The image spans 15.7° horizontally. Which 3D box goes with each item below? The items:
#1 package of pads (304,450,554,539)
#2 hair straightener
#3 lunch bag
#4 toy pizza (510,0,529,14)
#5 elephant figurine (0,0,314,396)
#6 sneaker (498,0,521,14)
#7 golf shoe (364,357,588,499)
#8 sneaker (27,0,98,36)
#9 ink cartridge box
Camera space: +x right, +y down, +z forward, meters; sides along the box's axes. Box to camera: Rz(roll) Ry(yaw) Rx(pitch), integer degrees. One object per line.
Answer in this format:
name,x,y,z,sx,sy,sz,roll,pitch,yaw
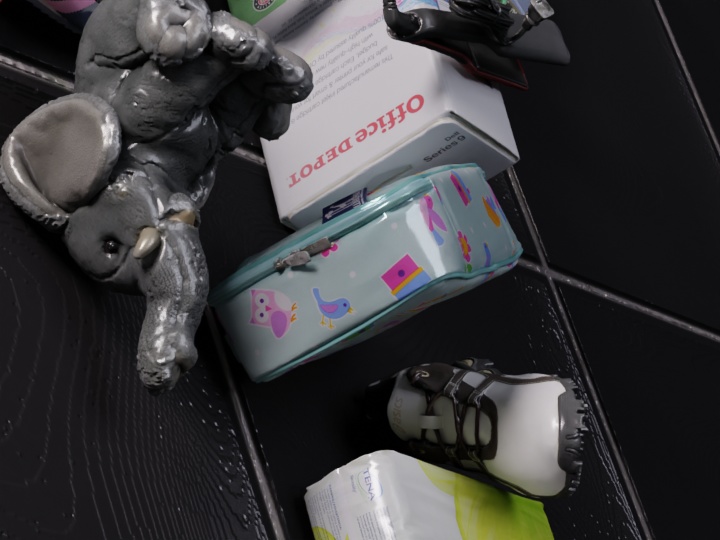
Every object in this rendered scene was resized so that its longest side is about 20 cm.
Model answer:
package of pads,0.059,0.195,1.547,0.200,0.068,0.155,23,43,-53
hair straightener,0.078,-0.160,1.621,0.200,0.077,0.041,17,49,-55
lunch bag,0.000,0.000,1.556,0.077,0.160,0.200,65,19,2
toy pizza,0.079,-0.278,2.158,0.200,0.032,0.200,42,31,-33
elephant figurine,-0.126,-0.053,1.435,0.141,0.200,0.155,29,-2,-12
sneaker,0.085,-0.202,2.000,0.200,0.089,0.077,8,75,-56
golf shoe,0.068,0.096,1.579,0.094,0.200,0.078,2,92,-22
sneaker,-0.163,-0.194,1.510,0.200,0.082,0.070,27,40,-50
ink cartridge box,0.005,-0.130,1.719,0.087,0.145,0.200,30,37,-46
